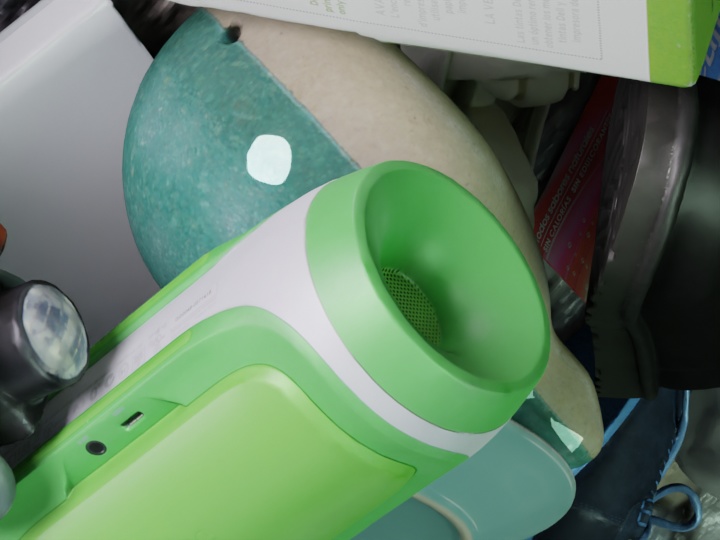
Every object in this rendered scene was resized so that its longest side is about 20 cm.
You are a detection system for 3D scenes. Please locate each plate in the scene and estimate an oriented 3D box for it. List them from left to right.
[{"bbox_3d":[-0.029,0.072,0.906,0.199,0.026,0.200,6,158,2],"label":"plate"}]

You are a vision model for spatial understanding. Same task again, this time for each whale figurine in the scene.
[{"bbox_3d":[0.000,0.000,0.873,0.104,0.159,0.200,-41,129,-3],"label":"whale figurine"}]

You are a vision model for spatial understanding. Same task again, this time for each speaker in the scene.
[{"bbox_3d":[-0.041,0.051,0.784,0.088,0.089,0.200,16,138,-42],"label":"speaker"}]

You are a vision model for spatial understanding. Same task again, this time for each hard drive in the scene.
[{"bbox_3d":[-0.135,0.008,0.905,0.200,0.027,0.132,-38,137,-2],"label":"hard drive"}]

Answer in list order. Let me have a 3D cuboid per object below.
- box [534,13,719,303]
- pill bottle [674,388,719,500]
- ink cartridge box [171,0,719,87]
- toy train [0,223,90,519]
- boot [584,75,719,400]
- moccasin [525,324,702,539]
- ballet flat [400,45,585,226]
[{"bbox_3d":[0.159,-0.065,1.004,0.102,0.095,0.200,4,122,-38],"label":"box"},{"bbox_3d":[0.219,0.067,1.143,0.200,0.112,0.112,25,107,-45],"label":"pill bottle"},{"bbox_3d":[0.001,-0.138,0.743,0.148,0.199,0.076,81,26,-51],"label":"ink cartridge box"},{"bbox_3d":[-0.175,0.032,0.781,0.200,0.085,0.114,-21,129,31],"label":"toy train"},{"bbox_3d":[0.153,-0.006,0.870,0.157,0.080,0.211,5,165,7],"label":"boot"},{"bbox_3d":[0.077,0.102,1.065,0.068,0.080,0.200,44,70,-26],"label":"moccasin"},{"bbox_3d":[0.047,-0.057,0.953,0.069,0.069,0.201,-9,128,-30],"label":"ballet flat"}]
